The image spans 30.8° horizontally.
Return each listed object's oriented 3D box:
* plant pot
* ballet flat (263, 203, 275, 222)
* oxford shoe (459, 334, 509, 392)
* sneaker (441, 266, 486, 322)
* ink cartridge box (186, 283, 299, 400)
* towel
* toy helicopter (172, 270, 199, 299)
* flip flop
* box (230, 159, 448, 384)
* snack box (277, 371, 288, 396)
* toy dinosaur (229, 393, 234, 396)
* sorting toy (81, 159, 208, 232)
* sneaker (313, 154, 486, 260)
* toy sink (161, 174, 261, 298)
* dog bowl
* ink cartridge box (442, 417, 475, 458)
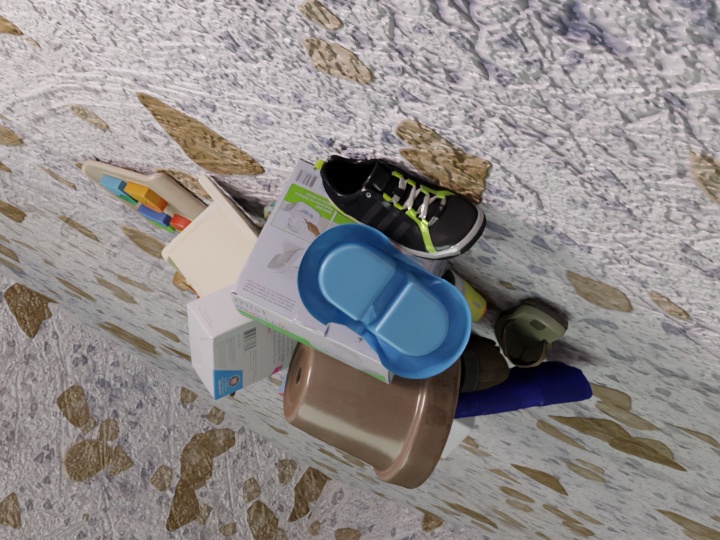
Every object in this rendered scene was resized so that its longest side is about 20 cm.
[{"bbox_3d":[0.005,0.146,1.559,0.173,0.202,0.200,15,169,-15],"label":"plant pot"},{"bbox_3d":[-0.061,-0.036,1.626,0.199,0.072,0.069,14,162,41],"label":"ballet flat"},{"bbox_3d":[0.128,0.109,1.647,0.084,0.073,0.200,-1,-164,-19],"label":"oxford shoe"},{"bbox_3d":[0.082,0.041,1.640,0.090,0.079,0.199,26,170,-30],"label":"sneaker"},{"bbox_3d":[-0.106,0.061,1.585,0.068,0.199,0.116,49,151,34],"label":"ink cartridge box"},{"bbox_3d":[0.182,0.150,1.683,0.198,0.050,0.148,-7,-179,-12],"label":"towel"},{"bbox_3d":[-0.212,0.006,1.864,0.079,0.133,0.199,34,153,-29],"label":"toy helicopter"},{"bbox_3d":[0.205,0.088,1.613,0.081,0.058,0.200,27,165,0],"label":"flip flop"},{"bbox_3d":[-0.018,0.002,1.474,0.198,0.178,0.097,24,165,8],"label":"box"},{"bbox_3d":[0.000,0.160,2.004,0.199,0.170,0.068,29,169,-12],"label":"snack box"},{"bbox_3d":[-0.163,0.048,1.893,0.181,0.199,0.105,45,170,48],"label":"toy dinosaur"},{"bbox_3d":[-0.296,-0.093,1.910,0.199,0.037,0.185,11,159,45],"label":"sorting toy"},{"bbox_3d":[0.032,-0.070,1.344,0.199,0.072,0.083,18,162,31],"label":"sneaker"},{"bbox_3d":[-0.168,-0.006,1.688,0.200,0.112,0.130,48,-179,36],"label":"toy sink"},{"bbox_3d":[0.023,0.028,1.360,0.199,0.112,0.050,35,-174,-14],"label":"dog bowl"},{"bbox_3d":[0.069,0.154,1.880,0.199,0.148,0.086,28,131,-12],"label":"ink cartridge box"}]
